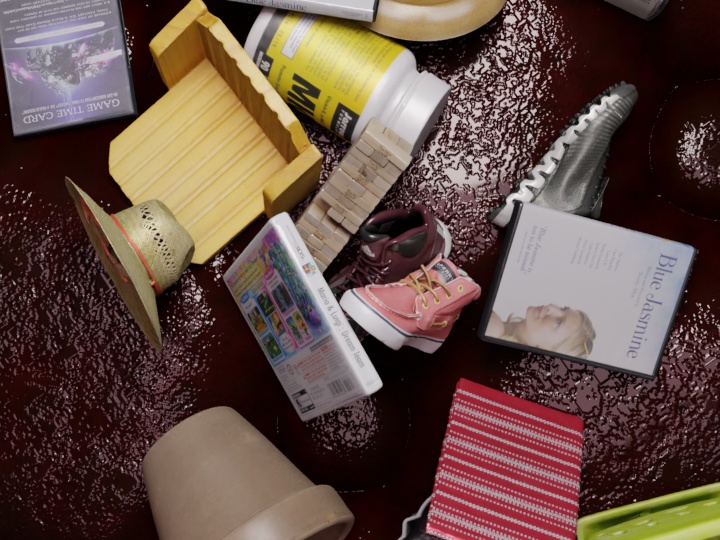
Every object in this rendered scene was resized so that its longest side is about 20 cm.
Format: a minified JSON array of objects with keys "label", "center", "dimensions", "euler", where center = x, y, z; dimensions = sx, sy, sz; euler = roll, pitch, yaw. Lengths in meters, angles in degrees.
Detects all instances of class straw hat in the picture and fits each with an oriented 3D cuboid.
[{"label":"straw hat","center":[-0.217,-0.023,0.931],"dimensions":[0.085,0.201,0.202],"euler":[-31,86,-19]}]

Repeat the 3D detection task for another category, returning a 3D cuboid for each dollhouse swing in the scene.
[{"label":"dollhouse swing","center":[-0.168,-0.124,0.933],"dimensions":[0.175,0.182,0.201],"euler":[-37,87,-8]}]

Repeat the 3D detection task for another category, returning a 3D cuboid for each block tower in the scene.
[{"label":"block tower","center":[-0.021,-0.065,0.918],"dimensions":[0.054,0.058,0.200],"euler":[35,126,-8]}]

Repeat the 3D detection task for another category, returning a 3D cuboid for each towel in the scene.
[{"label":"towel","center":[0.147,0.201,0.897],"dimensions":[0.143,0.201,0.023],"euler":[18,132,4]}]

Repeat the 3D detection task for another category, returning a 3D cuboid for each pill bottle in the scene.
[{"label":"pill bottle","center":[-0.013,-0.200,0.938],"dimensions":[0.199,0.114,0.115],"euler":[33,92,5]}]

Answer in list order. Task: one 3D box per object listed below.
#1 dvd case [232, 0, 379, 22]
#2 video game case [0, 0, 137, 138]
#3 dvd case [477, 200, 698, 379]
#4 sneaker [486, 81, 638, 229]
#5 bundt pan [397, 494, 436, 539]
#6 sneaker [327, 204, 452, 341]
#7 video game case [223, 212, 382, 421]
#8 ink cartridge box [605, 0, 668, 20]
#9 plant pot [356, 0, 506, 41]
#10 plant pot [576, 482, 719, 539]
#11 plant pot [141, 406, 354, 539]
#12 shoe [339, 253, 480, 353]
[{"label":"dvd case","center":[-0.071,-0.316,0.897],"dimensions":[0.197,0.018,0.144],"euler":[9,61,2]},{"label":"video game case","center":[-0.333,-0.260,1.013],"dimensions":[0.141,0.019,0.203],"euler":[-9,89,5]},{"label":"dvd case","center":[0.230,0.023,0.920],"dimensions":[0.197,0.018,0.145],"euler":[13,100,-11]},{"label":"sneaker","center":[0.228,-0.101,0.944],"dimensions":[0.090,0.066,0.200],"euler":[42,96,1]},{"label":"bundt pan","center":[0.126,0.312,0.937],"dimensions":[0.199,0.076,0.205],"euler":[0,89,4]},{"label":"sneaker","center":[0.000,0.000,0.926],"dimensions":[0.200,0.116,0.076],"euler":[-43,64,-1]},{"label":"video game case","center":[-0.065,0.055,0.905],"dimensions":[0.024,0.200,0.184],"euler":[-28,86,-26]},{"label":"ink cartridge box","center":[0.285,-0.384,0.932],"dimensions":[0.144,0.085,0.202],"euler":[26,89,5]},{"label":"plant pot","center":[0.060,-0.320,0.931],"dimensions":[0.197,0.028,0.202],"euler":[1,60,-2]},{"label":"plant pot","center":[0.318,0.318,0.865],"dimensions":[0.197,0.181,0.202],"euler":[-14,89,0]},{"label":"plant pot","center":[-0.130,0.239,0.919],"dimensions":[0.199,0.200,0.175],"euler":[-38,68,3]},{"label":"shoe","center":[0.054,0.024,0.887],"dimensions":[0.071,0.200,0.091],"euler":[43,99,25]}]
